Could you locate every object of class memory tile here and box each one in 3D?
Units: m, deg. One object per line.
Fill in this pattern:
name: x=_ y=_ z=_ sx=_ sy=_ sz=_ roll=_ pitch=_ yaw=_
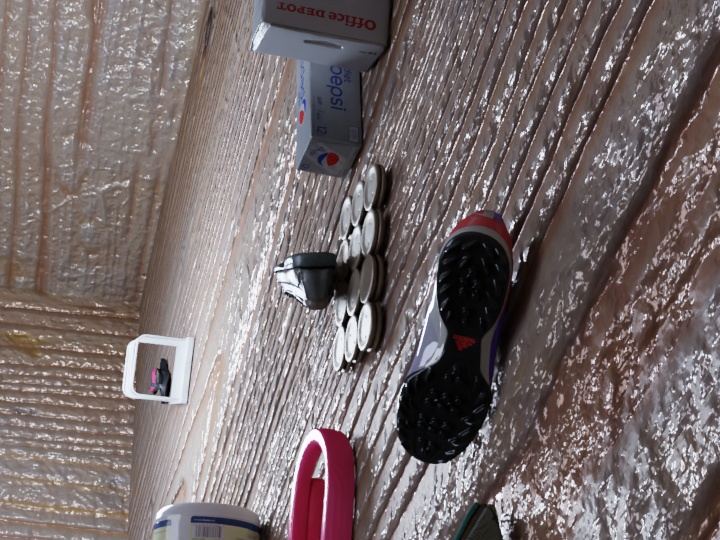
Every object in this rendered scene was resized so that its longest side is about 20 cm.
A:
memory tile: x=0.000 y=0.000 z=1.315 sx=0.153 sy=0.017 sz=0.202 roll=133 pitch=142 yaw=-66

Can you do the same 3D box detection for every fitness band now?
fitness band: x=-0.043 y=0.265 z=1.299 sx=0.144 sy=0.037 sz=0.202 roll=143 pitch=132 yaw=-70

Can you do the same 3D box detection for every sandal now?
sandal: x=-0.490 y=0.267 z=3.022 sx=0.200 sy=0.045 sz=0.076 roll=-129 pitch=49 yaw=-71

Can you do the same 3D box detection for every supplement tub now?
supplement tub: x=-0.206 y=0.416 z=1.639 sx=0.145 sy=0.144 sz=0.202 roll=129 pitch=146 yaw=-63

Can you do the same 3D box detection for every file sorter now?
file sorter: x=-0.438 y=0.213 z=2.695 sx=0.200 sy=0.123 sz=0.140 roll=157 pitch=119 yaw=-73

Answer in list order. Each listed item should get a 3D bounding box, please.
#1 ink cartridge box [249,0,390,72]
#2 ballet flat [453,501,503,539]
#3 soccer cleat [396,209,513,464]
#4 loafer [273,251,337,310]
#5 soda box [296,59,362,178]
ink cartridge box: x=-0.041 y=-0.336 z=1.395 sx=0.085 sy=0.143 sz=0.202 roll=138 pitch=138 yaw=-68
ballet flat: x=0.063 y=0.223 z=0.796 sx=0.200 sy=0.071 sz=0.070 roll=-38 pitch=-33 yaw=-55
soccer cleat: x=0.074 y=0.051 z=0.930 sx=0.073 sy=0.068 sz=0.202 roll=-58 pitch=-19 yaw=-63
loafer: x=-0.060 y=0.019 z=1.404 sx=0.200 sy=0.071 sz=0.064 roll=129 pitch=138 yaw=-83
soda box: x=-0.039 y=-0.211 z=1.481 sx=0.068 sy=0.063 sz=0.202 roll=120 pitch=154 yaw=-53
